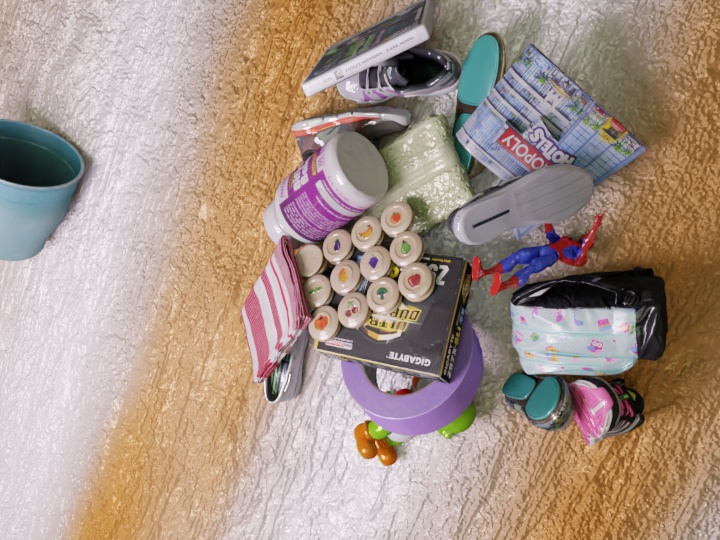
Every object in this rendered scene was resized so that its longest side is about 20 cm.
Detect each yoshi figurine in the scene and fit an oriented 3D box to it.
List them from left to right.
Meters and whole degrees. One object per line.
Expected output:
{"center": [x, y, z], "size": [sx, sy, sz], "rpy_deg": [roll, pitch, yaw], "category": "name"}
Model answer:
{"center": [0.092, 0.227, 0.978], "size": [0.199, 0.113, 0.112], "rpy_deg": [-40, 97, 16], "category": "yoshi figurine"}

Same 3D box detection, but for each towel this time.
{"center": [-0.137, 0.065, 1.002], "size": [0.201, 0.022, 0.146], "rpy_deg": [-53, 45, 43], "category": "towel"}
{"center": [0.069, -0.121, 0.956], "size": [0.198, 0.036, 0.151], "rpy_deg": [-26, 83, 40], "category": "towel"}

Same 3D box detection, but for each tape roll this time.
{"center": [0.073, 0.126, 0.935], "size": [0.196, 0.066, 0.204], "rpy_deg": [-14, 53, 19], "category": "tape roll"}

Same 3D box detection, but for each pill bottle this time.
{"center": [-0.059, -0.109, 0.972], "size": [0.199, 0.111, 0.114], "rpy_deg": [-32, 84, 41], "category": "pill bottle"}

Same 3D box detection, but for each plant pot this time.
{"center": [-0.612, -0.130, 1.159], "size": [0.199, 0.199, 0.190], "rpy_deg": [37, 121, 13], "category": "plant pot"}

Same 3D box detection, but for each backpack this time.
{"center": [0.295, 0.069, 0.862], "size": [0.196, 0.166, 0.130], "rpy_deg": [-5, 93, 28], "category": "backpack"}

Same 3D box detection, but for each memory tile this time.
{"center": [0.000, 0.000, 0.913], "size": [0.197, 0.017, 0.156], "rpy_deg": [-25, 60, 20], "category": "memory tile"}

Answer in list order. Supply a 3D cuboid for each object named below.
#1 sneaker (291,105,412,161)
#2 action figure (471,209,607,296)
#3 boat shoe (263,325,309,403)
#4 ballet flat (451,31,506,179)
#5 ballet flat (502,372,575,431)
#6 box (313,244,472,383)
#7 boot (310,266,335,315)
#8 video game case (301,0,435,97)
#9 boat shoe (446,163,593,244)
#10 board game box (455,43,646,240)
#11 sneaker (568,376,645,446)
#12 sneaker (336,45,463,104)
{"center": [-0.009, -0.202, 0.998], "size": [0.196, 0.077, 0.084], "rpy_deg": [-1, 109, 28], "category": "sneaker"}
{"center": [0.244, -0.039, 0.858], "size": [0.065, 0.196, 0.101], "rpy_deg": [44, 138, 43], "category": "action figure"}
{"center": [-0.122, 0.117, 1.059], "size": [0.072, 0.067, 0.205], "rpy_deg": [1, 95, 19], "category": "boat shoe"}
{"center": [0.168, -0.227, 0.922], "size": [0.069, 0.071, 0.205], "rpy_deg": [16, 108, 17], "category": "ballet flat"}
{"center": [0.250, 0.178, 0.872], "size": [0.072, 0.200, 0.076], "rpy_deg": [0, 92, -2], "category": "ballet flat"}
{"center": [0.046, 0.055, 0.904], "size": [0.196, 0.049, 0.163], "rpy_deg": [8, 73, 31], "category": "box"}
{"center": [-0.004, 0.018, 1.010], "size": [0.198, 0.073, 0.091], "rpy_deg": [-35, 64, 8], "category": "boot"}
{"center": [0.017, -0.316, 0.910], "size": [0.179, 0.201, 0.024], "rpy_deg": [-20, 117, 20], "category": "video game case"}
{"center": [0.200, -0.092, 0.838], "size": [0.196, 0.071, 0.074], "rpy_deg": [-17, 110, -11], "category": "boat shoe"}
{"center": [0.235, -0.152, 0.875], "size": [0.198, 0.062, 0.201], "rpy_deg": [32, 115, -18], "category": "board game box"}
{"center": [0.325, 0.173, 0.850], "size": [0.086, 0.200, 0.075], "rpy_deg": [-26, 61, 5], "category": "sneaker"}
{"center": [0.041, -0.282, 0.924], "size": [0.195, 0.140, 0.080], "rpy_deg": [-4, 99, 20], "category": "sneaker"}
